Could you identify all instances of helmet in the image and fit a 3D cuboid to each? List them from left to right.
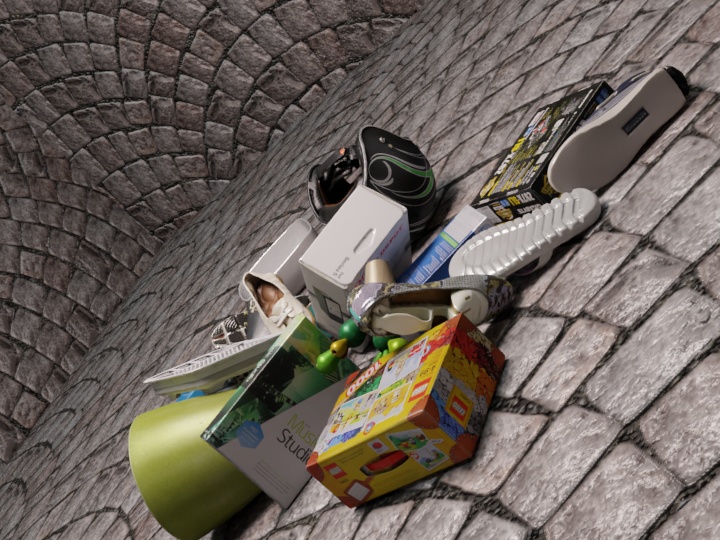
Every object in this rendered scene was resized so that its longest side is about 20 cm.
[{"bbox_3d":[0.030,-0.126,1.707,0.199,0.189,0.203,-17,67,45],"label":"helmet"}]

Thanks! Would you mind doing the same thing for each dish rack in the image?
[{"bbox_3d":[-0.204,0.141,1.528,0.170,0.044,0.199,-21,1,-35],"label":"dish rack"}]

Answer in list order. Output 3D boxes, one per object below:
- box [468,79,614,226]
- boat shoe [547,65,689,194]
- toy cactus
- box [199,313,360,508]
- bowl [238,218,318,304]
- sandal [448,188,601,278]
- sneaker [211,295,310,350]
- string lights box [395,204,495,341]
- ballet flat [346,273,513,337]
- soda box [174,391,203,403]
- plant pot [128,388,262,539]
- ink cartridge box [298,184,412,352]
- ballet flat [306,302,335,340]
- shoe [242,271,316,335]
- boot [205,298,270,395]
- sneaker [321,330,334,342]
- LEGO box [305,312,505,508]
[{"bbox_3d":[0.251,-0.156,1.441,0.201,0.049,0.159,-54,14,-20],"label":"box"},{"bbox_3d":[0.306,-0.168,1.299,0.199,0.075,0.093,-38,9,4],"label":"boat shoe"},{"bbox_3d":[0.038,0.066,1.316,0.199,0.102,0.167,-25,55,27],"label":"toy cactus"},{"bbox_3d":[-0.087,0.178,1.351,0.201,0.144,0.036,-52,21,-16],"label":"box"},{"bbox_3d":[-0.148,0.000,2.101,0.200,0.075,0.200,-47,15,-1],"label":"bowl"},{"bbox_3d":[0.199,-0.026,1.268,0.201,0.050,0.083,-27,37,23],"label":"sandal"},{"bbox_3d":[-0.161,0.106,1.793,0.198,0.078,0.085,-16,-12,-27],"label":"sneaker"},{"bbox_3d":[0.103,0.011,1.408,0.200,0.059,0.103,-47,15,4],"label":"string lights box"},{"bbox_3d":[0.086,0.047,1.209,0.072,0.198,0.073,177,90,-79],"label":"ballet flat"},{"bbox_3d":[-0.242,0.185,1.905,0.201,0.068,0.064,-52,16,-15],"label":"soda box"},{"bbox_3d":[-0.177,0.237,1.435,0.199,0.188,0.188,-28,20,14],"label":"plant pot"},{"bbox_3d":[0.000,0.000,1.480,0.146,0.084,0.201,-52,-22,-21],"label":"ink cartridge box"},{"bbox_3d":[-0.053,0.068,1.711,0.069,0.069,0.201,-31,20,45],"label":"ballet flat"},{"bbox_3d":[-0.124,0.059,1.580,0.070,0.053,0.200,-52,36,7],"label":"shoe"},{"bbox_3d":[-0.173,0.135,1.682,0.203,0.073,0.155,-34,43,32],"label":"boot"},{"bbox_3d":[-0.060,0.149,1.507,0.090,0.067,0.200,-48,10,1],"label":"sneaker"},{"bbox_3d":[0.049,0.155,1.160,0.199,0.077,0.150,-34,20,42],"label":"LEGO box"}]
